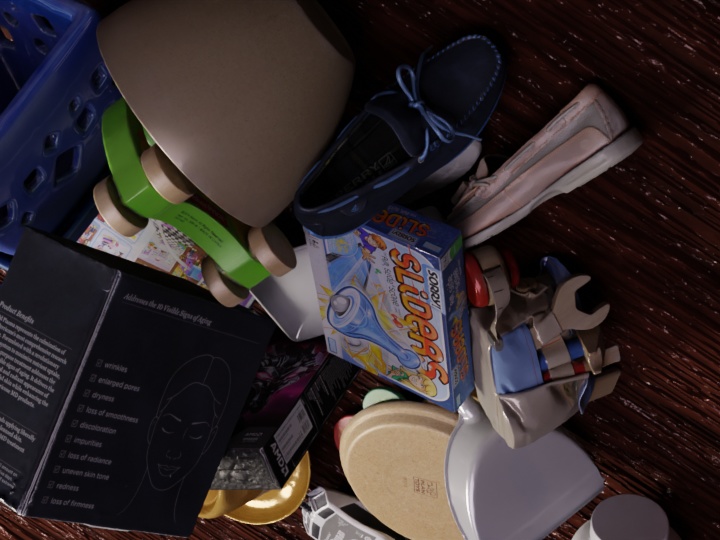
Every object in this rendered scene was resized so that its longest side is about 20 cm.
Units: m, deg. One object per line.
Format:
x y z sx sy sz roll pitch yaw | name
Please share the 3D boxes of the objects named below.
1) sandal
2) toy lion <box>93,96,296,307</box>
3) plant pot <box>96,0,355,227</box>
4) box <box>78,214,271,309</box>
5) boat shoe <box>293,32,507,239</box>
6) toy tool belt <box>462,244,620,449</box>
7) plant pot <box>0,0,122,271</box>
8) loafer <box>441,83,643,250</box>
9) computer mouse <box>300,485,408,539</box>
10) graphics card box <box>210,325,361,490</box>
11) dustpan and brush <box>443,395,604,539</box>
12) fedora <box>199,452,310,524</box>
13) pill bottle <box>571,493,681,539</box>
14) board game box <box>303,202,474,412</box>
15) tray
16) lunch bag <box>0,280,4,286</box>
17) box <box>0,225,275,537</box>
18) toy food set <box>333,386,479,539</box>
0.014 -0.080 1.250 0.203 0.082 0.050 -30 66 44 | sandal
-0.132 -0.080 1.223 0.069 0.192 0.200 -33 138 18 | toy lion
-0.083 -0.152 1.164 0.134 0.200 0.200 -37 108 14 | plant pot
-0.184 -0.018 1.379 0.200 0.039 0.137 35 106 -4 | box
0.033 -0.098 1.139 0.084 0.200 0.069 41 -179 17 | boat shoe
0.152 0.046 1.264 0.123 0.125 0.200 -20 129 -9 | toy tool belt
-0.299 -0.114 1.250 0.200 0.200 0.180 24 160 30 | plant pot
0.126 -0.077 1.193 0.200 0.072 0.063 -31 93 34 | loafer
-0.023 0.253 1.573 0.200 0.044 0.110 35 131 4 | computer mouse
-0.086 0.116 1.371 0.125 0.200 0.051 -4 122 31 | graphics card box
0.116 0.148 1.363 0.200 0.140 0.057 60 166 -21 | dustpan and brush
-0.143 0.184 1.518 0.200 0.082 0.201 18 124 28 | fedora
0.246 0.300 1.419 0.111 0.111 0.200 11 133 19 | pill bottle
0.024 0.020 1.251 0.135 0.034 0.200 24 146 26 | board game box
0.000 0.000 1.322 0.200 0.022 0.107 -17 131 25 | tray
-0.312 0.102 1.537 0.170 0.124 0.200 32 128 -3 | lunch bag
-0.200 0.093 1.225 0.124 0.197 0.200 24 -179 36 | box
0.068 0.190 1.462 0.198 0.049 0.200 -1 128 29 | toy food set
